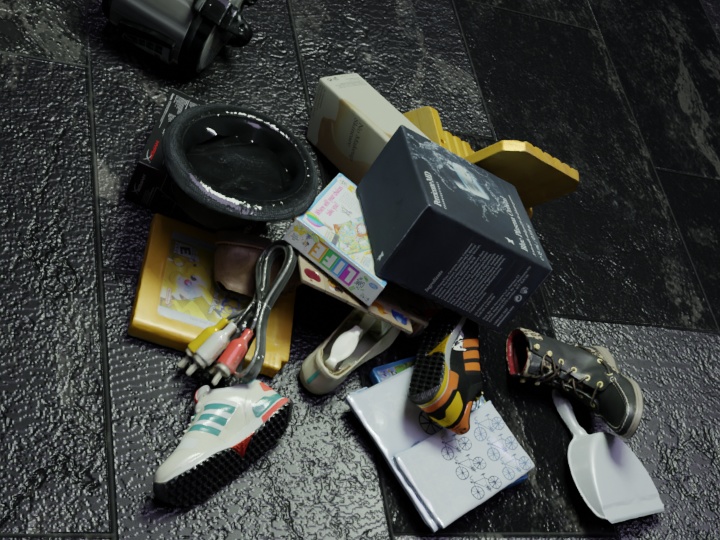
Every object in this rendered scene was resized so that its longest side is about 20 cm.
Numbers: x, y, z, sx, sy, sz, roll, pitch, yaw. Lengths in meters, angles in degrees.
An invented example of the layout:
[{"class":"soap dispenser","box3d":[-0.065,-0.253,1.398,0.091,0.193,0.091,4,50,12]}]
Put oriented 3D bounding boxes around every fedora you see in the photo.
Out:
[{"class":"fedora","box3d":[-0.154,-0.110,1.375,0.198,0.092,0.202,18,47,-20]}]

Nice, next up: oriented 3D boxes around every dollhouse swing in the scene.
[{"class":"dollhouse swing","box3d":[0.190,-0.174,1.633,0.199,0.175,0.183,21,45,-40]}]

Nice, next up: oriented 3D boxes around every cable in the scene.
[{"class":"cable","box3d":[-0.128,0.049,1.317,0.096,0.050,0.201,19,72,39]}]

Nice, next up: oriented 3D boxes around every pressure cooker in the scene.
[{"class":"pressure cooker","box3d":[-0.238,-0.378,1.582,0.199,0.179,0.177,31,43,-4]}]

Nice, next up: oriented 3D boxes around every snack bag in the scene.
[{"class":"snack bag","box3d":[0.101,0.201,1.410,0.187,0.021,0.201,-21,68,-39]}]

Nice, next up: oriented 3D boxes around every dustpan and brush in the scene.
[{"class":"dustpan and brush","box3d":[0.311,0.241,1.511,0.138,0.057,0.202,2,61,-43]}]

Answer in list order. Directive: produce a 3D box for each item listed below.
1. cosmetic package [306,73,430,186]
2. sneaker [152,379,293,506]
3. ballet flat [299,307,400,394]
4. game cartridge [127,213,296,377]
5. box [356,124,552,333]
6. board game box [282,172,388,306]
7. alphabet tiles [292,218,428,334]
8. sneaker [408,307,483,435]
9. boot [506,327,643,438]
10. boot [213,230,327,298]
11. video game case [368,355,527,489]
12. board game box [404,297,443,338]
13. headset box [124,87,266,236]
[{"class":"cosmetic package","box3d":[0.012,-0.180,1.587,0.070,0.106,0.200,-14,44,-35]},{"class":"sneaker","box3d":[-0.170,0.184,1.273,0.093,0.071,0.199,34,46,26]},{"class":"ballet flat","box3d":[0.000,0.081,1.427,0.069,0.070,0.200,41,52,5]},{"class":"game cartridge","box3d":[-0.176,0.030,1.402,0.198,0.033,0.178,17,49,-17]},{"class":"box","box3d":[0.114,-0.054,1.442,0.198,0.118,0.198,24,28,-25]},{"class":"board game box","box3d":[-0.009,-0.044,1.439,0.134,0.034,0.200,38,25,-1]},{"class":"alphabet tiles","box3d":[0.000,0.000,1.433,0.199,0.008,0.168,27,29,-26]},{"class":"sneaker","box3d":[0.122,0.121,1.438,0.090,0.070,0.201,47,38,-20]},{"class":"boot","box3d":[0.283,0.145,1.516,0.149,0.074,0.201,16,23,-14]},{"class":"boot","box3d":[-0.096,0.004,1.424,0.198,0.073,0.077,10,81,-31]},{"class":"video game case","box3d":[0.111,0.198,1.447,0.142,0.018,0.201,-12,63,-35]},{"class":"board game box","box3d":[0.082,-0.016,1.575,0.150,0.046,0.201,-15,64,-37]},{"class":"headset box","box3d":[-0.187,-0.128,1.487,0.198,0.077,0.150,24,48,-13]}]
